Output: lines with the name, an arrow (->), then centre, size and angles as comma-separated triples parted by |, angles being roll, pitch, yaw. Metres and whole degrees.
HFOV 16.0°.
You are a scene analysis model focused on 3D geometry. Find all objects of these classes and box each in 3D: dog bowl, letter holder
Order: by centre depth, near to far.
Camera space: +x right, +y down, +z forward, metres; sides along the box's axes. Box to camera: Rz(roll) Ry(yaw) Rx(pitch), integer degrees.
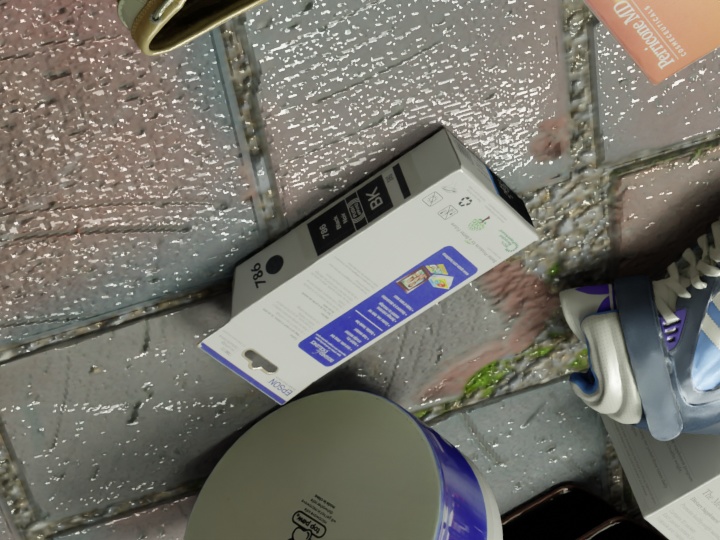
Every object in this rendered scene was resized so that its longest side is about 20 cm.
dog bowl -> -0.014, 0.180, 1.638 | 0.200, 0.200, 0.079 | -32, 138, 15
letter holder -> 0.205, 0.232, 1.886 | 0.142, 0.101, 0.200 | -32, 141, 13

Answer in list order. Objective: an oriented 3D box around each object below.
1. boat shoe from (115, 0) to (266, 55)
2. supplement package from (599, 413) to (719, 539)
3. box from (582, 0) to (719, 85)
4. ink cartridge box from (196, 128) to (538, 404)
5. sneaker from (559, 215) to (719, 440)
boat shoe -> -0.033, -0.170, 1.302 | 0.200, 0.076, 0.072 | -31, 141, 14
supplement package -> 0.281, 0.096, 1.743 | 0.200, 0.110, 0.114 | -32, 141, 15
box -> 0.188, -0.217, 1.320 | 0.200, 0.106, 0.152 | -32, 141, 14
ink cartridge box -> 0.000, 0.000, 1.557 | 0.200, 0.039, 0.099 | -34, 141, 14
sneaker -> 0.204, 0.012, 1.631 | 0.146, 0.081, 0.200 | 11, 113, -5
